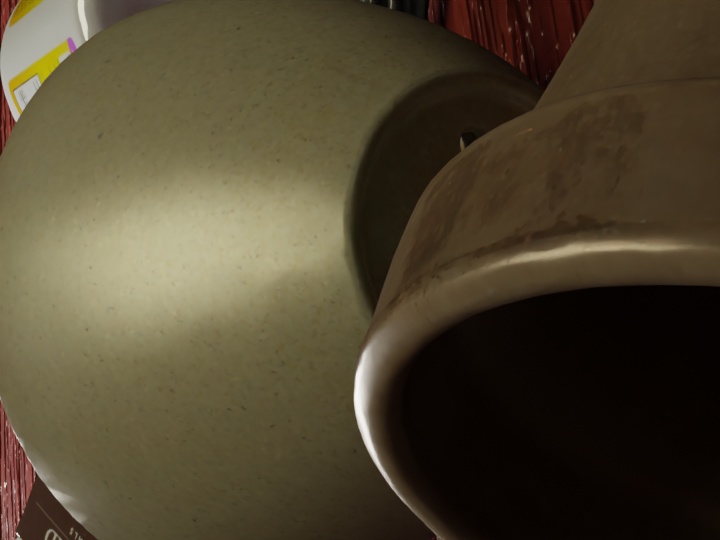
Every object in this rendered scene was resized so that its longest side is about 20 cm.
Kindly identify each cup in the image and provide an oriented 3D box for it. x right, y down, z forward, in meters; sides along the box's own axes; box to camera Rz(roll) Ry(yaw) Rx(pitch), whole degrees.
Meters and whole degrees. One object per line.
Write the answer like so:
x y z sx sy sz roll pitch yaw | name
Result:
0.000 0.000 0.887 0.143 0.199 0.202 -12 72 56 | cup

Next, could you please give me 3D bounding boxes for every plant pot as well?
0.113 -0.022 0.598 0.200 0.199 0.176 -44 26 60 | plant pot

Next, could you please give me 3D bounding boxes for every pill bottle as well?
-0.107 -0.103 1.313 0.200 0.104 0.105 163 112 -68 | pill bottle

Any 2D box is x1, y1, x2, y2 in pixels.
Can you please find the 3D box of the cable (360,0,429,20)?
0.012 -0.166 1.081 0.097 0.050 0.201 53 131 54 | cable

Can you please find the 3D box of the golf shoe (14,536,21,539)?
-0.160 0.186 1.432 0.092 0.075 0.200 -81 15 -44 | golf shoe

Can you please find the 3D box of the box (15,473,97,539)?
-0.056 0.041 1.103 0.100 0.075 0.201 37 112 49 | box
